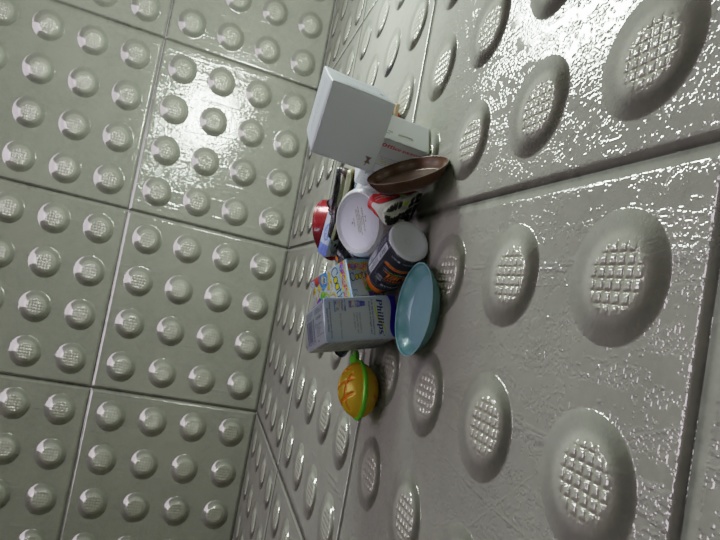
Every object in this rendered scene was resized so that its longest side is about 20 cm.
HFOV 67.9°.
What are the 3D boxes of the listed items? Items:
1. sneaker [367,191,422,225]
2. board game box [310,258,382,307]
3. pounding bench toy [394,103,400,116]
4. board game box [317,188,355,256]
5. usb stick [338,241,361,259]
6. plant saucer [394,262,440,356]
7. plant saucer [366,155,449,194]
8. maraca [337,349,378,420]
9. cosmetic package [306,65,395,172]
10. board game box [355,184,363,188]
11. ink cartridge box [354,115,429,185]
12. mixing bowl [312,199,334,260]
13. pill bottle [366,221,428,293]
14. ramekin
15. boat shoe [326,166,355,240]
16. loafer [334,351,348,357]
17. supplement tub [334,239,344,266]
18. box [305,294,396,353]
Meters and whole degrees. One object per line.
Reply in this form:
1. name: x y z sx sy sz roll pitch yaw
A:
1. sneaker: 0.083 -0.167 1.277 0.198 0.084 0.079 -18 -42 -58
2. board game box: -0.041 0.049 1.445 0.198 0.102 0.107 -30 68 52
3. pounding bench toy: 0.029 -0.471 1.688 0.200 0.150 0.129 -137 60 -71
4. board game box: -0.035 -0.149 1.651 0.043 0.197 0.206 27 109 30
5. usb stick: 0.000 0.000 1.501 0.204 0.032 0.056 59 137 16
6. plant saucer: 0.129 0.087 1.173 0.199 0.035 0.209 -168 89 -75
7. plant saucer: 0.111 -0.217 1.228 0.201 0.193 0.036 -123 15 -67
8. maraca: -0.010 0.294 1.379 0.201 0.103 0.142 -116 41 -65
9. cosmetic package: -0.030 -0.370 1.301 0.202 0.161 0.171 -108 37 -60
10. board game box: 0.016 -0.302 1.750 0.205 0.034 0.127 -63 14 19
11. ink cartridge box: 0.082 -0.304 1.417 0.200 0.140 0.086 131 149 -57
12. mixing bowl: -0.065 -0.143 1.786 0.105 0.199 0.208 -6 67 32
13. pill bottle: 0.079 -0.021 1.297 0.201 0.102 0.110 125 152 -55
14. ramekin: 0.018 -0.129 1.427 0.197 0.092 0.212 7 101 42
15. boat shoe: -0.064 -0.191 1.513 0.072 0.064 0.208 -33 -40 -72
16. loafer: -0.034 0.181 1.606 0.071 0.066 0.206 -91 22 -63
17. supplement tub: -0.007 -0.069 1.594 0.123 0.118 0.207 -121 44 -66
18. box: -0.024 0.137 1.352 0.184 0.192 0.109 142 124 -65
